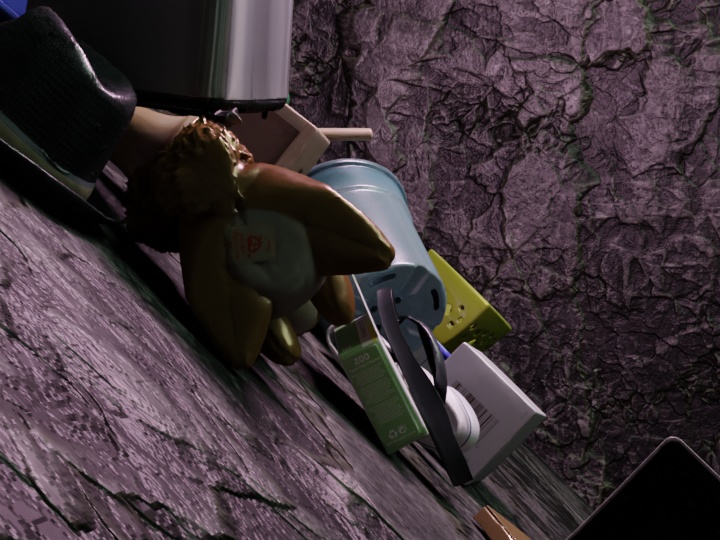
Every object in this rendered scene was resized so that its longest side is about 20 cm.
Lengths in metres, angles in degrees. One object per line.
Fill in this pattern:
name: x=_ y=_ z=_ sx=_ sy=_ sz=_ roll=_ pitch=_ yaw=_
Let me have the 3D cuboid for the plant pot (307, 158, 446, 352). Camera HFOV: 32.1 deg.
plant pot: x=0.000 y=0.000 z=1.521 sx=0.200 sy=0.200 sz=0.196 roll=42 pitch=12 yaw=-41

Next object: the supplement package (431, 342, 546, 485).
supplement package: x=0.134 y=0.170 z=1.471 sx=0.117 sy=0.117 sz=0.200 roll=44 pitch=3 yaw=14

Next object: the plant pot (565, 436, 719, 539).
plant pot: x=0.342 y=0.339 z=1.395 sx=0.200 sy=0.200 sz=0.177 roll=44 pitch=-11 yaw=18

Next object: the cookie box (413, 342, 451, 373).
cookie box: x=0.046 y=0.091 z=1.876 sx=0.171 sy=0.075 sz=0.200 roll=46 pitch=3 yaw=35

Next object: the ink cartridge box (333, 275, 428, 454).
ink cartridge box: x=-0.003 y=0.059 z=1.173 sx=0.200 sy=0.048 sz=0.146 roll=63 pitch=0 yaw=-8

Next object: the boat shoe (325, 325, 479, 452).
boat shoe: x=0.037 y=0.125 z=1.332 sx=0.200 sy=0.074 sz=0.065 roll=34 pitch=2 yaw=28

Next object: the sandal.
sandal: x=0.067 y=0.107 z=1.199 sx=0.076 sy=0.043 sz=0.200 roll=70 pitch=-5 yaw=-80

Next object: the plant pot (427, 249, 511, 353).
plant pot: x=0.184 y=0.104 z=2.737 sx=0.199 sy=0.182 sz=0.200 roll=45 pitch=3 yaw=29

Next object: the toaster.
toaster: x=-0.152 y=-0.186 z=1.014 sx=0.200 sy=0.119 sz=0.181 roll=9 pitch=11 yaw=15

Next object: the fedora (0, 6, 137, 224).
fedora: x=-0.218 y=-0.123 z=0.877 sx=0.201 sy=0.092 sz=0.201 roll=45 pitch=2 yaw=-2

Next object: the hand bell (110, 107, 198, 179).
hand bell: x=-0.254 y=-0.151 z=1.147 sx=0.200 sy=0.104 sz=0.104 roll=33 pitch=3 yaw=-1

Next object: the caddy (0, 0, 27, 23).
caddy: x=-0.331 y=-0.244 z=1.048 sx=0.141 sy=0.105 sz=0.200 roll=13 pitch=-22 yaw=47

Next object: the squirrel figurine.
squirrel figurine: x=-0.086 y=-0.023 z=0.961 sx=0.200 sy=0.142 sz=0.187 roll=47 pitch=-4 yaw=3

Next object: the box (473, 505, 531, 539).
box: x=0.202 y=0.318 z=1.175 sx=0.163 sy=0.021 sz=0.200 roll=43 pitch=3 yaw=-37

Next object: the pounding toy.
pounding toy: x=-0.121 y=-0.147 z=1.463 sx=0.184 sy=0.200 sz=0.142 roll=38 pitch=2 yaw=7
